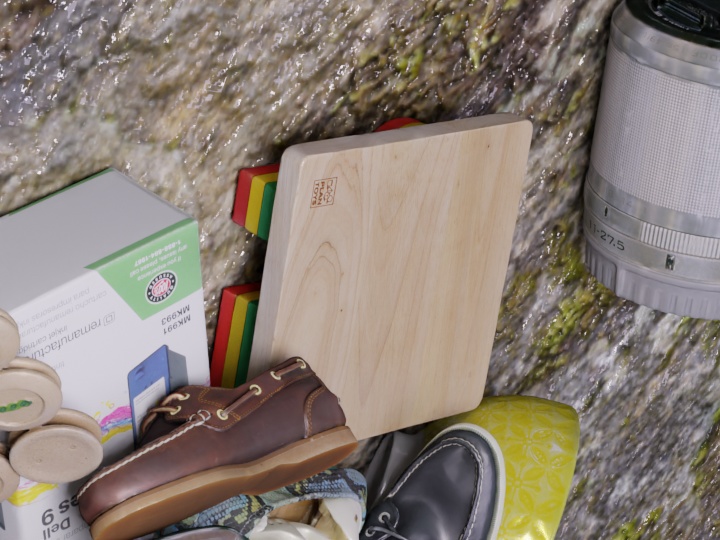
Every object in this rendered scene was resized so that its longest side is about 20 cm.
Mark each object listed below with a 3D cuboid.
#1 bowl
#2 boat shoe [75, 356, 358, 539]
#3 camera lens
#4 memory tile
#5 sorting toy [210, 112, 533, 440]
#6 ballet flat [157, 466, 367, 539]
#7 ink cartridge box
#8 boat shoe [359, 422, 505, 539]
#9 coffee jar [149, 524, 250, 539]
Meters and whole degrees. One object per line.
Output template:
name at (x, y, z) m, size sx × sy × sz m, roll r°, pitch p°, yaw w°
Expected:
bowl at (0.055, 0.162, 1.703) m, size 0.107 × 0.200 × 0.201 m, roll 22°, pitch 97°, yaw -7°
boat shoe at (-0.087, 0.098, 1.438) m, size 0.070 × 0.070 × 0.200 m, roll -37°, pitch 167°, yaw 37°
camera lens at (0.236, -0.087, 1.724) m, size 0.160 × 0.160 × 0.200 m, roll -15°, pitch 122°, yaw -41°
memory tile at (-0.247, 0.088, 1.336) m, size 0.200 × 0.017 × 0.153 m, roll -18°, pitch 140°, yaw 10°
sorting toy at (0.000, 0.000, 1.598) m, size 0.198 × 0.070 × 0.201 m, roll -11°, pitch 119°, yaw -43°
ballet flat at (-0.042, 0.161, 1.538) m, size 0.200 × 0.074 × 0.074 m, roll -4°, pitch 115°, yaw -56°
ink cartridge box at (-0.163, 0.066, 1.453) m, size 0.145 × 0.087 × 0.200 m, roll -27°, pitch 132°, yaw -35°
boat shoe at (0.022, 0.185, 1.600) m, size 0.200 × 0.074 × 0.066 m, roll -57°, pitch 161°, yaw 18°
coffee jar at (-0.134, 0.214, 1.451) m, size 0.104 × 0.086 × 0.200 m, roll -13°, pitch 165°, yaw -37°
